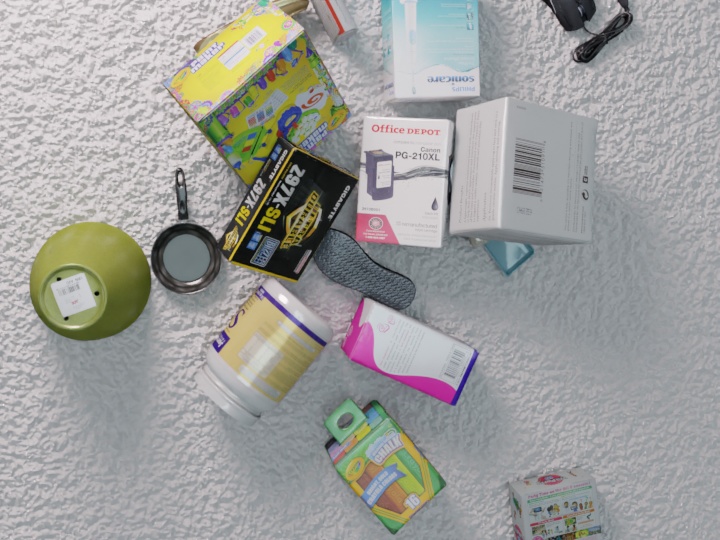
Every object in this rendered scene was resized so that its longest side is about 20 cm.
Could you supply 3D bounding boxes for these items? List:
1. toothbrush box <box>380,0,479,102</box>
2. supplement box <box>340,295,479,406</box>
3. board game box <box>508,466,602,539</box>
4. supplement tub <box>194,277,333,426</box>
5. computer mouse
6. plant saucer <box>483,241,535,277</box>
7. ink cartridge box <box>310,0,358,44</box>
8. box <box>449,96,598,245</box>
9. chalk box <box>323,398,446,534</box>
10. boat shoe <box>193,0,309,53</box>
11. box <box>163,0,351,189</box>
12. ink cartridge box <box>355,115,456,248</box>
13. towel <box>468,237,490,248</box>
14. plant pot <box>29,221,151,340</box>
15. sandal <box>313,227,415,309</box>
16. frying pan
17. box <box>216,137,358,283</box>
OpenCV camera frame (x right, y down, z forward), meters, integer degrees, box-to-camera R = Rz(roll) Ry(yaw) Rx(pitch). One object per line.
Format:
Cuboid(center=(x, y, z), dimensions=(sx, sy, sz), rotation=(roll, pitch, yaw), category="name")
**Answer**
Cuboid(center=(0.112, -0.378, 1.358), dimensions=(0.144, 0.085, 0.203), rotation=(-4, 96, -11), category="toothbrush box")
Cuboid(center=(0.079, 0.132, 1.395), dimensions=(0.198, 0.103, 0.102), rotation=(26, 91, -13), category="supplement box")
Cuboid(center=(0.352, 0.472, 1.500), dimensions=(0.145, 0.064, 0.203), rotation=(-9, 99, -10), category="board game box")
Cuboid(center=(-0.154, 0.129, 1.330), dimensions=(0.145, 0.145, 0.201), rotation=(41, 87, -12), category="supplement tub")
Cuboid(center=(0.383, -0.470, 1.419), dimensions=(0.140, 0.046, 0.201), rotation=(-34, 100, -4), category="computer mouse")
Cuboid(center=(0.219, -0.087, 1.442), dimensions=(0.070, 0.019, 0.201), rotation=(-39, 100, -5), category="plant saucer")
Cuboid(center=(-0.055, -0.432, 1.263), dimensions=(0.057, 0.200, 0.164), rotation=(-29, 100, -4), category="ink cartridge box")
Cuboid(center=(0.257, -0.148, 1.320), dimensions=(0.198, 0.130, 0.202), rotation=(5, 87, -31), category="box")
Cuboid(center=(0.025, 0.307, 1.391), dimensions=(0.125, 0.124, 0.200), rotation=(-42, 101, -4), category="chalk box")
Cuboid(center=(-0.164, -0.375, 1.320), dimensions=(0.198, 0.073, 0.063), rotation=(-27, 106, 4), category="boat shoe")
Cuboid(center=(-0.149, -0.255, 1.257), dimensions=(0.200, 0.122, 0.193), rotation=(-41, 143, -5), category="box")
Cuboid(center=(0.074, -0.144, 1.352), dimensions=(0.143, 0.084, 0.203), rotation=(5, 96, 13), category="ink cartridge box")
Cuboid(center=(0.243, -0.140, 1.420), dimensions=(0.198, 0.034, 0.134), rotation=(-28, 96, -16), category="towel")
Cuboid(center=(-0.413, 0.027, 1.243), dimensions=(0.184, 0.200, 0.190), rotation=(-1, 96, -10), category="plant pot")
Cuboid(center=(0.000, 0.001, 1.398), dimensions=(0.199, 0.043, 0.076), rotation=(35, 97, -11), category="sandal")
Cuboid(center=(-0.296, -0.054, 1.343), dimensions=(0.114, 0.031, 0.192), rotation=(-26, 96, -7), category="frying pan")
Cuboid(center=(-0.111, -0.089, 1.303), dimensions=(0.159, 0.049, 0.201), rotation=(20, 106, -49), category="box")
